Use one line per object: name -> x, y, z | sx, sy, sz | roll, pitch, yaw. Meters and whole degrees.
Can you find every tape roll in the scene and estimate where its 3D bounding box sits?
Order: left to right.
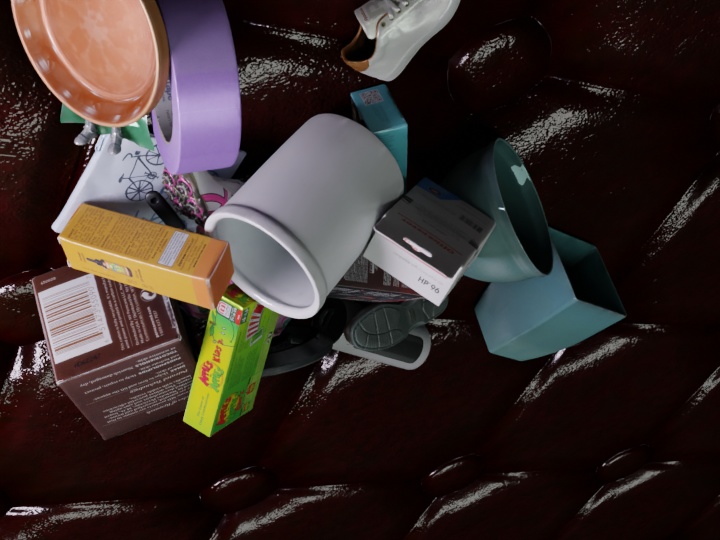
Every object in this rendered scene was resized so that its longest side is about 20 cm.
tape roll -> -0.181, -0.203, 1.138 | 0.065, 0.200, 0.200 | -9, 141, -18

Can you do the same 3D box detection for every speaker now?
speaker -> 0.018, 0.100, 1.725 | 0.200, 0.081, 0.081 | 20, 125, -43

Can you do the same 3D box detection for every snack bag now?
snack bag -> -0.268, -0.099, 1.364 | 0.200, 0.021, 0.189 | 7, 135, -39

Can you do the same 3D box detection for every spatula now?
spatula -> -0.229, -0.050, 1.414 | 0.056, 0.021, 0.200 | -29, 150, 2

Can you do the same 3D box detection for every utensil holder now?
utensil holder -> -0.063, -0.071, 1.331 | 0.200, 0.170, 0.170 | -51, 154, -28

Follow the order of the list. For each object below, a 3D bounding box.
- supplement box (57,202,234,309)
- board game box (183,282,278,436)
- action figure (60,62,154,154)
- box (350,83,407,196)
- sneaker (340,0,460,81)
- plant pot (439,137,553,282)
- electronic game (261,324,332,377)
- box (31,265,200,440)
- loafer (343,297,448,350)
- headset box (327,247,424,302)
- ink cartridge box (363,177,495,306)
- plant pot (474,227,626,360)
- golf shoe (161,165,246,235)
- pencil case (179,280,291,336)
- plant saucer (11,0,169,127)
supplement box -> -0.256, -0.019, 1.307 | 0.199, 0.069, 0.067 | 14, 146, 11
board game box -> -0.165, 0.109, 1.426 | 0.102, 0.048, 0.201 | -28, 141, -56
action figure -> -0.280, -0.221, 1.169 | 0.118, 0.055, 0.200 | 14, 130, 6
box -> 0.025, -0.140, 1.429 | 0.049, 0.082, 0.200 | -16, 142, -11
sneaker -> 0.048, -0.301, 1.251 | 0.084, 0.073, 0.200 | 6, 135, -38
plant pot -> 0.170, -0.067, 1.525 | 0.134, 0.201, 0.200 | -21, 147, 24
electronic game -> -0.139, 0.121, 1.595 | 0.199, 0.200, 0.042 | -13, 102, -15
box -> -0.311, 0.092, 1.443 | 0.164, 0.166, 0.200 | -21, 151, -5
loafer -> 0.047, 0.069, 1.668 | 0.200, 0.063, 0.072 | -22, 112, -36
headset box -> 0.000, 0.000, 1.536 | 0.199, 0.075, 0.148 | 8, 171, -35
ink cartridge box -> 0.082, -0.032, 1.351 | 0.068, 0.116, 0.200 | -61, 172, 30
plant pot -> 0.296, 0.056, 1.779 | 0.141, 0.142, 0.200 | 17, 134, -41
golf shoe -> -0.182, -0.091, 1.366 | 0.092, 0.073, 0.200 | -50, 148, -16
pencil case -> -0.169, 0.045, 1.510 | 0.087, 0.088, 0.200 | -33, 159, 12
plant saucer -> -0.265, -0.240, 1.076 | 0.032, 0.200, 0.201 | -39, 160, -44
